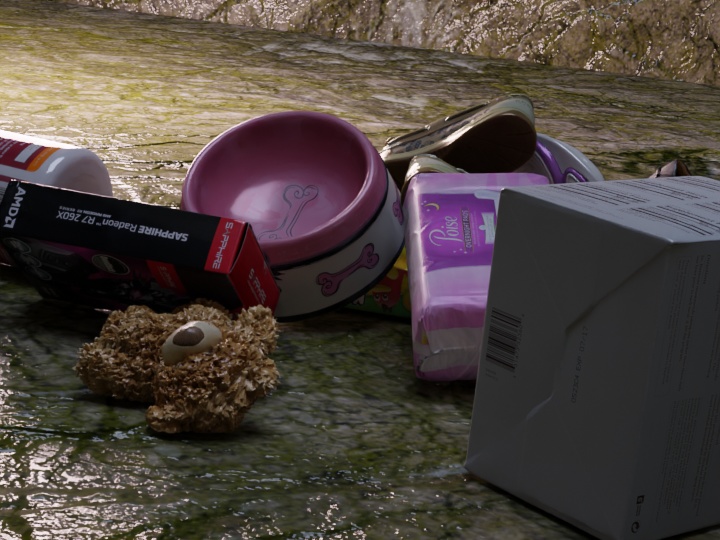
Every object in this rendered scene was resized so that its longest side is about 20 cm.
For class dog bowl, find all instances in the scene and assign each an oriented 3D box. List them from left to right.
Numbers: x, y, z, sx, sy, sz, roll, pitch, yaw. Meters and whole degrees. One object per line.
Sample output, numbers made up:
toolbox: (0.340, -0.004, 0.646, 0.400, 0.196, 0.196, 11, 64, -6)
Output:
dog bowl: (-0.062, -0.053, 1.432, 0.199, 0.074, 0.201, -6, 45, 6)

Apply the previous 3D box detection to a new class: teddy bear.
teddy bear: (-0.124, 0.052, 1.200, 0.144, 0.067, 0.200, 4, 13, 0)

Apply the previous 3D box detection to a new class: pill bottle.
pill bottle: (-0.324, -0.068, 1.488, 0.199, 0.114, 0.113, 14, 16, 26)

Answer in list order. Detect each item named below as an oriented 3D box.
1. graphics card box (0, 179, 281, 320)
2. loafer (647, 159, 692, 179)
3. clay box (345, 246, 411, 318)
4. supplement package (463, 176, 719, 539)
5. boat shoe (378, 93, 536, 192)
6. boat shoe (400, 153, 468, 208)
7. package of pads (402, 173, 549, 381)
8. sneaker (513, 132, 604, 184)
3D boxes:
graphics card box: (-0.171, -0.008, 1.326, 0.199, 0.051, 0.126, 12, -22, 14)
loafer: (0.304, -0.009, 1.484, 0.073, 0.072, 0.200, -6, 51, -50)
clay box: (0.000, 0.000, 1.500, 0.199, 0.048, 0.115, 8, 13, 11)
supplement package: (0.195, 0.049, 1.100, 0.199, 0.193, 0.147, -5, 19, -40)
boat shoe: (0.068, -0.095, 1.524, 0.199, 0.073, 0.063, -21, 28, 21)
boat shoe: (0.120, -0.026, 1.460, 0.200, 0.073, 0.063, 34, 24, -9)
package of pads: (0.096, 0.003, 1.323, 0.120, 0.076, 0.200, 0, 34, -1)
sneaker: (0.167, -0.094, 1.555, 0.099, 0.075, 0.200, -5, 17, -32)
